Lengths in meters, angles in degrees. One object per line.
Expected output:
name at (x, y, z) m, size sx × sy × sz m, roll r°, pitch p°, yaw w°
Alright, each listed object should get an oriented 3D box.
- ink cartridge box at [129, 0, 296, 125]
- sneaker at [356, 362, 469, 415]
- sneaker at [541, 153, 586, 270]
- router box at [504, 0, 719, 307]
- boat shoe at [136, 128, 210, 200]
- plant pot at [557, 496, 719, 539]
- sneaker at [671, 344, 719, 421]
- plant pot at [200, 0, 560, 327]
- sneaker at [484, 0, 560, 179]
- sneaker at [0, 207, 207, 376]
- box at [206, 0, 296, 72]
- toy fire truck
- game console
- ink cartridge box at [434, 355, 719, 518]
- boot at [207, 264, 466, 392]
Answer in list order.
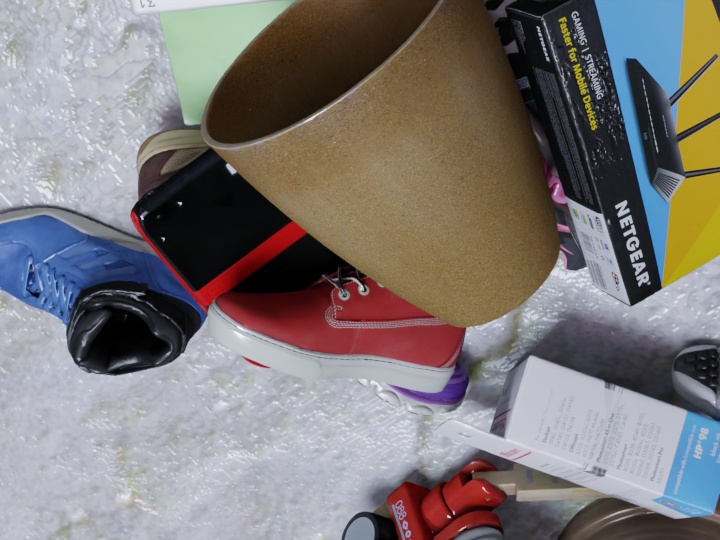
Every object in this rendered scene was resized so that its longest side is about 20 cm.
ink cartridge box at (-0.079, -0.185, 1.040) m, size 0.144 × 0.048 × 0.202 m, roll -3°, pitch 118°, yaw 14°
sneaker at (0.011, 0.031, 1.172) m, size 0.200 × 0.081 × 0.083 m, roll 41°, pitch 108°, yaw -16°
sneaker at (0.107, -0.064, 1.095) m, size 0.199 × 0.079 × 0.095 m, roll 33°, pitch 136°, yaw -15°
router box at (0.187, -0.101, 0.970) m, size 0.148 × 0.051 × 0.201 m, roll -29°, pitch 117°, yaw -14°
boat shoe at (-0.061, -0.063, 1.115) m, size 0.198 × 0.072 × 0.073 m, roll -2°, pitch 131°, yaw -3°
plant pot at (0.247, 0.277, 1.254) m, size 0.199 × 0.093 × 0.202 m, roll 5°, pitch 120°, yaw 9°
sneaker at (0.314, 0.124, 1.165) m, size 0.199 × 0.075 × 0.081 m, roll 27°, pitch 133°, yaw -2°
plant pot at (0.035, -0.068, 0.965) m, size 0.185 × 0.187 × 0.200 m, roll -26°, pitch 120°, yaw 24°
sneaker at (0.106, -0.151, 0.995) m, size 0.072 × 0.072 × 0.201 m, roll -21°, pitch 105°, yaw 39°
sneaker at (-0.216, 0.019, 1.190) m, size 0.198 × 0.111 × 0.077 m, roll 15°, pitch 122°, yaw 3°
box at (-0.011, -0.209, 1.058) m, size 0.198 × 0.036 × 0.144 m, roll 0°, pitch 121°, yaw 14°
toy fire truck at (0.107, 0.224, 1.215) m, size 0.128 × 0.177 × 0.200 m, roll 26°, pitch 120°, yaw -37°
game console at (-0.035, -0.039, 1.084) m, size 0.199 × 0.031 × 0.177 m, roll -37°, pitch 123°, yaw -1°
ink cartridge box at (0.162, 0.118, 1.157) m, size 0.198 × 0.116 × 0.067 m, roll 20°, pitch 80°, yaw 0°
boot at (0.000, 0.000, 1.062) m, size 0.199 × 0.072 × 0.145 m, roll 8°, pitch 113°, yaw -34°
